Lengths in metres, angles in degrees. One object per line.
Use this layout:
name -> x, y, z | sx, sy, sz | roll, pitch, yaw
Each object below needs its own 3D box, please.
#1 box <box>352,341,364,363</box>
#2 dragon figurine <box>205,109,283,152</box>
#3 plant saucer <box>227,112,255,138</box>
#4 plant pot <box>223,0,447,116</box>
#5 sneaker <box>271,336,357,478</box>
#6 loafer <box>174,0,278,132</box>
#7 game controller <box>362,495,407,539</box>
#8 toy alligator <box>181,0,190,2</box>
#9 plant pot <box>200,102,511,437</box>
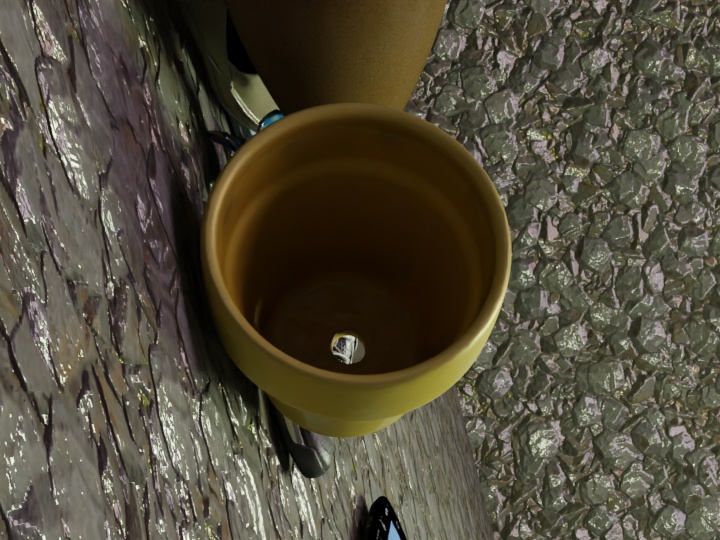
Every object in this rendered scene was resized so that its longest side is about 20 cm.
box -> -0.022, 0.020, 1.401 | 0.082, 0.068, 0.202 | 34, 42, -80
dragon figurine -> -0.081, -0.084, 1.157 | 0.200, 0.058, 0.100 | 56, 20, -74
plant saucer -> -0.095, -0.128, 1.303 | 0.070, 0.019, 0.202 | -82, 156, -61
plant pot -> -0.015, -0.189, 1.089 | 0.201, 0.184, 0.188 | 86, -4, -50
sneaker -> -0.014, 0.055, 1.177 | 0.075, 0.114, 0.202 | 66, 11, -56
loafer -> -0.083, -0.167, 1.198 | 0.068, 0.076, 0.200 | 38, -12, 41
game controller -> 0.031, 0.277, 1.417 | 0.200, 0.042, 0.105 | -65, 140, -82
toy alligator -> -0.146, -0.240, 0.991 | 0.054, 0.059, 0.201 | -47, 147, -28
plant pot -> -0.007, 0.020, 1.047 | 0.189, 0.198, 0.203 | 96, -16, -64
